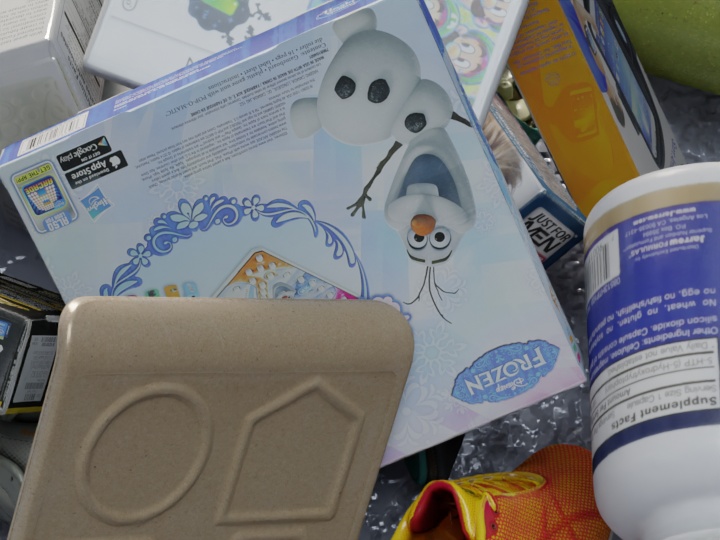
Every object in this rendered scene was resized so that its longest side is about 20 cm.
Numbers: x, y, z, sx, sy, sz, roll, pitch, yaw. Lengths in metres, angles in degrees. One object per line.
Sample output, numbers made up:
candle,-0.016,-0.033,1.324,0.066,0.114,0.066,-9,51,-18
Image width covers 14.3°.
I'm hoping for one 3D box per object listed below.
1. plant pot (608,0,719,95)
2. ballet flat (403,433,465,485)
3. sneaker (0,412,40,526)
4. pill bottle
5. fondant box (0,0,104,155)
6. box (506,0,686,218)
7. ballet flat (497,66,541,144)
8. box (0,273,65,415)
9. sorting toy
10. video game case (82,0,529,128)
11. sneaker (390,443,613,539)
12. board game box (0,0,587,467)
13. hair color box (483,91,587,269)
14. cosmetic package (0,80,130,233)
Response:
plant pot,0.186,-0.169,1.476,0.200,0.187,0.187,4,62,10
ballet flat,0.032,0.010,1.416,0.073,0.073,0.200,-12,63,-13
sneaker,-0.166,0.082,1.340,0.200,0.092,0.076,26,64,7
pill bottle,0.161,0.065,1.270,0.119,0.120,0.200,2,65,-6
fondant box,-0.196,-0.119,1.383,0.144,0.058,0.200,-16,32,11
box,0.121,-0.070,1.402,0.041,0.200,0.119,-22,23,18
ballet flat,0.045,-0.123,1.414,0.070,0.200,0.067,-26,49,7
box,-0.221,0.011,1.319,0.200,0.160,0.049,19,94,11
sorting toy,-0.075,0.106,1.229,0.185,0.200,0.036,1,19,-40
video game case,-0.008,-0.154,1.306,0.182,0.024,0.200,20,87,3
sneaker,0.063,0.122,1.325,0.073,0.077,0.200,5,24,29
board game box,-0.029,-0.003,1.274,0.200,0.043,0.199,-23,107,7
hair color box,0.000,0.000,1.357,0.200,0.061,0.100,-40,56,10
cosmetic package,-0.087,-0.094,1.427,0.113,0.081,0.200,27,62,36
